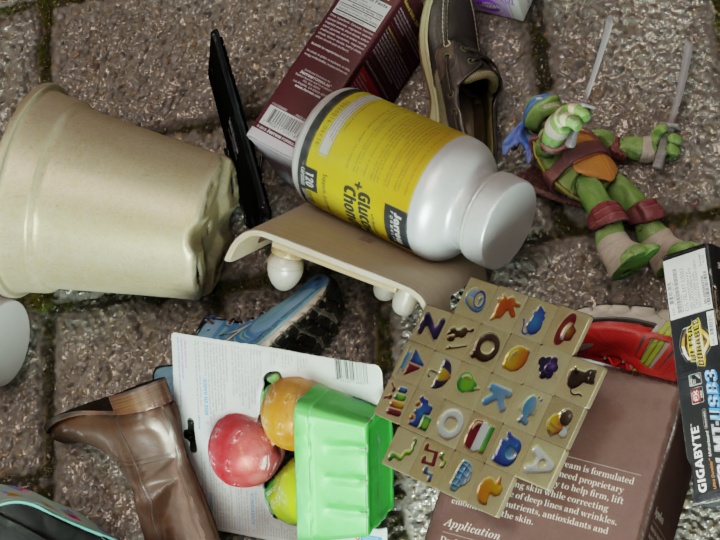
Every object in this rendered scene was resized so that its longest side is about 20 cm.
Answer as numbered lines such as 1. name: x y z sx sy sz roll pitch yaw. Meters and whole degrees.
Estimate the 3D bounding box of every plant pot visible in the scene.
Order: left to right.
1. plant pot: -0.215 -0.055 1.571 0.183 0.200 0.201 12 74 9

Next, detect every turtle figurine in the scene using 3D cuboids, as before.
1. turtle figurine: 0.228 -0.101 1.480 0.200 0.144 0.194 -29 69 8

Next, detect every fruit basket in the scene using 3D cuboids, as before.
1. fruit basket: -0.067 0.149 1.479 0.200 0.094 0.186 9 112 28

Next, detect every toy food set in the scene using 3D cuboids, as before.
1. toy food set: 0.000 0.000 1.513 0.200 0.143 0.061 21 111 19

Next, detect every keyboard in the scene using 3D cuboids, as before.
1. keyboard: -0.102 -0.120 1.608 0.040 0.104 0.200 -10 67 -13

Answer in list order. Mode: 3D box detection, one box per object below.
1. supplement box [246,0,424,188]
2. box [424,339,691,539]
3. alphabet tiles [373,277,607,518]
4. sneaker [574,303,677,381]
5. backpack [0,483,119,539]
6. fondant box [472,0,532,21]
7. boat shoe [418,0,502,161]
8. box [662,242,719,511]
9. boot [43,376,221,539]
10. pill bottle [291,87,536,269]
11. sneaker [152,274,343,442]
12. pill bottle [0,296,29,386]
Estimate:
1. supplement box: -0.014 -0.173 1.592 0.061 0.109 0.200 29 80 23
2. box: 0.163 0.185 1.381 0.166 0.164 0.200 14 75 20
3. alphabet tiles: 0.096 0.094 1.334 0.200 0.006 0.167 19 81 48
4. sneaker: 0.242 0.075 1.450 0.200 0.077 0.085 1 76 16
5. backpack: -0.311 0.267 1.466 0.153 0.200 0.176 22 79 37
6. fondant box: 0.076 -0.309 1.565 0.144 0.200 0.058 17 78 20
7. boat shoe: 0.098 -0.169 1.572 0.065 0.073 0.200 -14 74 43
8. box: 0.318 0.096 1.353 0.050 0.200 0.199 -18 66 40
9. boot: -0.196 0.207 1.530 0.186 0.064 0.200 -20 91 51
10. pill bottle: 0.047 -0.076 1.492 0.200 0.112 0.112 26 79 30
11. sneaker: -0.107 0.062 1.551 0.200 0.078 0.090 -36 62 0
12. pill bottle: -0.418 0.052 1.621 0.200 0.112 0.112 11 74 19
